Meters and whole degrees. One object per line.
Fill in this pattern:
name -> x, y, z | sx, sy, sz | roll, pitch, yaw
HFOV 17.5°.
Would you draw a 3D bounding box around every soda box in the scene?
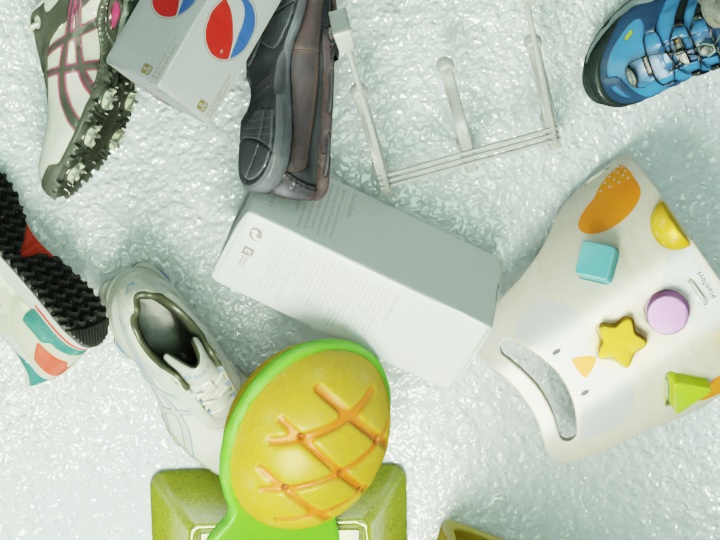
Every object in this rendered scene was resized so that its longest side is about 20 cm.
soda box -> -0.098, -0.213, 1.678 | 0.068, 0.063, 0.201 | 35, 83, -51

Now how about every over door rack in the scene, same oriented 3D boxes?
over door rack -> 0.064, -0.146, 1.686 | 0.147, 0.067, 0.200 | -16, 144, 1

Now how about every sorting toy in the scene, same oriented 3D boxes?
sorting toy -> 0.188, 0.050, 1.745 | 0.180, 0.107, 0.200 | -35, 99, 6

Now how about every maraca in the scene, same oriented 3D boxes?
maraca -> -0.046, 0.140, 1.707 | 0.136, 0.107, 0.201 | 5, 114, -31

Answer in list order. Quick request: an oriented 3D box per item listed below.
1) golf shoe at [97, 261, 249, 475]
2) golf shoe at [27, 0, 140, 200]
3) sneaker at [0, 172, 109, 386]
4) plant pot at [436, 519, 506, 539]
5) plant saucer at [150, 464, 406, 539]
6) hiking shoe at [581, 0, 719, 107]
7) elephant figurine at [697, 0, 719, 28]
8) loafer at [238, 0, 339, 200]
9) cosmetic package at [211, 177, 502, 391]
golf shoe -> -0.123, 0.086, 1.740 | 0.078, 0.097, 0.200 | -41, 101, -6
golf shoe -> -0.206, -0.153, 1.721 | 0.088, 0.077, 0.201 | 21, 94, 13
sneaker -> -0.278, 0.000, 1.735 | 0.200, 0.070, 0.093 | 50, 122, 4
plant pot -> 0.120, 0.339, 1.748 | 0.193, 0.196, 0.201 | 21, 105, -11
plant saucer -> -0.061, 0.255, 1.798 | 0.198, 0.048, 0.201 | -2, 99, -2
hiking shoe -> 0.254, -0.180, 1.713 | 0.199, 0.087, 0.075 | -30, 107, 4
elephant figurine -> 0.247, -0.273, 1.643 | 0.141, 0.200, 0.155 | -41, 99, 5
loafer -> -0.045, -0.145, 1.706 | 0.063, 0.072, 0.201 | 19, 68, -30
cosmetic package -> 0.000, 0.000, 1.723 | 0.199, 0.102, 0.074 | 27, 122, -6
